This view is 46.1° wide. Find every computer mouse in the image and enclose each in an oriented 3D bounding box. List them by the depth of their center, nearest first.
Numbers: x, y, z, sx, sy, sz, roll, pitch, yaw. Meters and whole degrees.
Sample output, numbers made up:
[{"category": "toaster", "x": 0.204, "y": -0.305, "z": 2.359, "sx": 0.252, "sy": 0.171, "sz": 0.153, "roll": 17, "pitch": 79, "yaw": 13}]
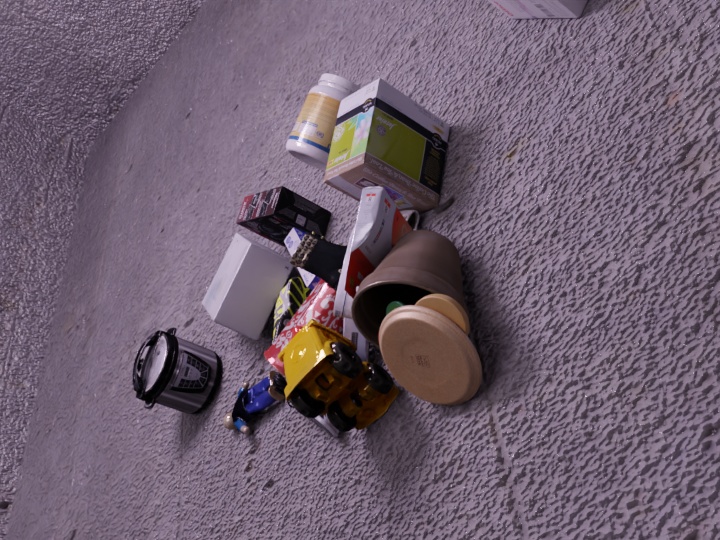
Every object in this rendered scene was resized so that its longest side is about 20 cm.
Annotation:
[{"category": "computer mouse", "x": -0.099, "y": 0.268, "z": 1.684, "sx": 0.044, "sy": 0.110, "sz": 0.200, "roll": -47, "pitch": 41, "yaw": -16}]

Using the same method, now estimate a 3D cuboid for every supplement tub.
[{"category": "supplement tub", "x": -0.077, "y": -0.350, "z": 2.016, "sx": 0.144, "sy": 0.144, "sz": 0.201, "roll": 18, "pitch": 83, "yaw": 58}]

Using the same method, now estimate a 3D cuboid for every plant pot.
[{"category": "plant pot", "x": 0.102, "y": 0.029, "z": 1.480, "sx": 0.200, "sy": 0.200, "sz": 0.174, "roll": -30, "pitch": 28, "yaw": 42}]

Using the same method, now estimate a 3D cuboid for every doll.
[{"category": "doll", "x": -0.247, "y": 0.304, "z": 1.896, "sx": 0.200, "sy": 0.048, "sz": 0.137, "roll": -38, "pitch": 39, "yaw": 35}]

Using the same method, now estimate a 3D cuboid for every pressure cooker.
[{"category": "pressure cooker", "x": -0.471, "y": 0.255, "z": 2.112, "sx": 0.179, "sy": 0.200, "sz": 0.176, "roll": -51, "pitch": 33, "yaw": 18}]

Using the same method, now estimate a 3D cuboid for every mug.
[{"category": "mug", "x": -0.096, "y": 0.115, "z": 1.738, "sx": 0.200, "sy": 0.133, "sz": 0.178, "roll": -56, "pitch": 35, "yaw": 6}]

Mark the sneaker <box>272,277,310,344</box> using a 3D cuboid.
[{"category": "sneaker", "x": -0.159, "y": 0.113, "z": 1.893, "sx": 0.076, "sy": 0.075, "sz": 0.201, "roll": -41, "pitch": 28, "yaw": 45}]

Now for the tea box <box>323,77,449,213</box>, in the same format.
[{"category": "tea box", "x": 0.056, "y": -0.235, "z": 1.693, "sx": 0.133, "sy": 0.200, "sz": 0.198, "roll": -19, "pitch": 53, "yaw": 48}]

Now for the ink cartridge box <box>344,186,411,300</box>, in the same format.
[{"category": "ink cartridge box", "x": 0.035, "y": -0.026, "z": 1.526, "sx": 0.050, "sy": 0.162, "sz": 0.201, "roll": -3, "pitch": 64, "yaw": 23}]

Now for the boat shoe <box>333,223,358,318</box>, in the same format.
[{"category": "boat shoe", "x": 0.000, "y": 0.000, "z": 1.590, "sx": 0.074, "sy": 0.065, "sz": 0.201, "roll": 90, "pitch": -168, "yaw": -70}]

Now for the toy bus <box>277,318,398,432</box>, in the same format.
[{"category": "toy bus", "x": -0.052, "y": 0.176, "z": 1.553, "sx": 0.136, "sy": 0.200, "sz": 0.192, "roll": -48, "pitch": 37, "yaw": 15}]

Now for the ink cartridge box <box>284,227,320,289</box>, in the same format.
[{"category": "ink cartridge box", "x": -0.097, "y": -0.014, "z": 1.859, "sx": 0.044, "sy": 0.094, "sz": 0.200, "roll": -54, "pitch": 33, "yaw": 15}]

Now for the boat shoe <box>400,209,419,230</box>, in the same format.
[{"category": "boat shoe", "x": 0.075, "y": -0.032, "z": 1.645, "sx": 0.069, "sy": 0.071, "sz": 0.201, "roll": -15, "pitch": 58, "yaw": 43}]

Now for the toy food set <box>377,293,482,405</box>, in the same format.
[{"category": "toy food set", "x": 0.112, "y": 0.135, "z": 1.394, "sx": 0.197, "sy": 0.201, "sz": 0.049, "roll": -14, "pitch": 20, "yaw": 43}]

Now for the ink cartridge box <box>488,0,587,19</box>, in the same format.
[{"category": "ink cartridge box", "x": 0.327, "y": -0.572, "z": 1.587, "sx": 0.200, "sy": 0.146, "sz": 0.147, "roll": 26, "pitch": 91, "yaw": 57}]

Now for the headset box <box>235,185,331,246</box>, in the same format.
[{"category": "headset box", "x": -0.190, "y": -0.124, "z": 2.019, "sx": 0.200, "sy": 0.148, "sz": 0.078, "roll": -6, "pitch": 63, "yaw": 54}]

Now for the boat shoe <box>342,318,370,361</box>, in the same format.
[{"category": "boat shoe", "x": -0.013, "y": 0.152, "z": 1.647, "sx": 0.066, "sy": 0.070, "sz": 0.201, "roll": -14, "pitch": -70, "yaw": -77}]

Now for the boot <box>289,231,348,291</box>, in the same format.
[{"category": "boot", "x": -0.037, "y": -0.043, "z": 1.691, "sx": 0.204, "sy": 0.153, "sz": 0.074, "roll": -59, "pitch": -2, "yaw": -43}]

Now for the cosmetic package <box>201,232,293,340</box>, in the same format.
[{"category": "cosmetic package", "x": -0.273, "y": 0.034, "z": 2.021, "sx": 0.200, "sy": 0.123, "sz": 0.200, "roll": -64, "pitch": 22, "yaw": 0}]
